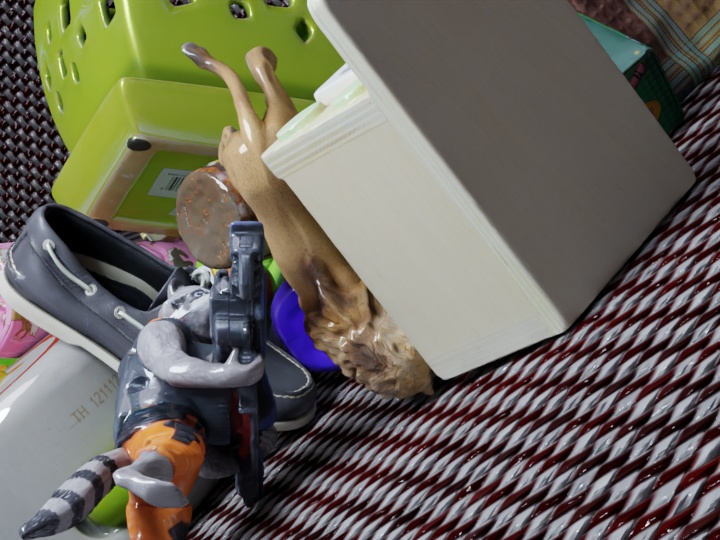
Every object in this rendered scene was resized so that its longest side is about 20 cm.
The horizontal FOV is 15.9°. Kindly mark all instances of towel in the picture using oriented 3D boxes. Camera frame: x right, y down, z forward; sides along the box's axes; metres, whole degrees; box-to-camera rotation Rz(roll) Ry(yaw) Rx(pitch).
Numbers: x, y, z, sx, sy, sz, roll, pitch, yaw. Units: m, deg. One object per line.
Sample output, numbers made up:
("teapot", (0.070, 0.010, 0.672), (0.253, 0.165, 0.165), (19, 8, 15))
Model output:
("towel", (0.192, -0.203, 1.519), (0.200, 0.147, 0.022), (-45, 6, -28))

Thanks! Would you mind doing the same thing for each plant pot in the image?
("plant pot", (-0.098, -0.129, 1.679), (0.199, 0.200, 0.182), (133, 140, -58))

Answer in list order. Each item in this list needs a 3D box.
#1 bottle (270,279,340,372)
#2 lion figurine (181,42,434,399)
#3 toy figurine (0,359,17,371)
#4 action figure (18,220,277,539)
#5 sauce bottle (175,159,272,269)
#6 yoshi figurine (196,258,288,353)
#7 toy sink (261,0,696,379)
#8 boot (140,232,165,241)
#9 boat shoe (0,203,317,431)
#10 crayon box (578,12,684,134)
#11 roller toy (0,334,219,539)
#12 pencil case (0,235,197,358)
("bottle", (0.000, 0.000, 1.592), (0.084, 0.065, 0.200), (-31, 9, 15))
("lion figurine", (-0.028, -0.025, 1.311), (0.072, 0.200, 0.122), (-38, 17, 9))
("toy figurine", (-0.212, 0.118, 1.792), (0.200, 0.150, 0.184), (-39, 18, -24))
("action figure", (-0.099, 0.064, 1.317), (0.194, 0.105, 0.200), (-74, -10, -51))
("sauce bottle", (-0.017, -0.052, 1.528), (0.200, 0.066, 0.066), (-18, -10, -42))
("yoshi figurine", (-0.085, 0.009, 1.620), (0.200, 0.112, 0.112), (40, -108, -77))
("toy sink", (0.042, -0.070, 1.258), (0.112, 0.200, 0.130), (-26, 17, 50))
("boot", (-0.121, 0.006, 1.812), (0.200, 0.155, 0.072), (-47, 8, -33))
("boat shoe", (-0.111, 0.026, 1.473), (0.063, 0.200, 0.073), (-66, -4, 32))
("crayon box", (0.068, -0.060, 1.446), (0.200, 0.058, 0.119), (-42, 38, -11))
("roller toy", (-0.186, 0.118, 1.542), (0.200, 0.140, 0.182), (-39, 7, 17))
("pencil case", (-0.178, 0.016, 1.678), (0.200, 0.087, 0.083), (-4, -40, -43))
